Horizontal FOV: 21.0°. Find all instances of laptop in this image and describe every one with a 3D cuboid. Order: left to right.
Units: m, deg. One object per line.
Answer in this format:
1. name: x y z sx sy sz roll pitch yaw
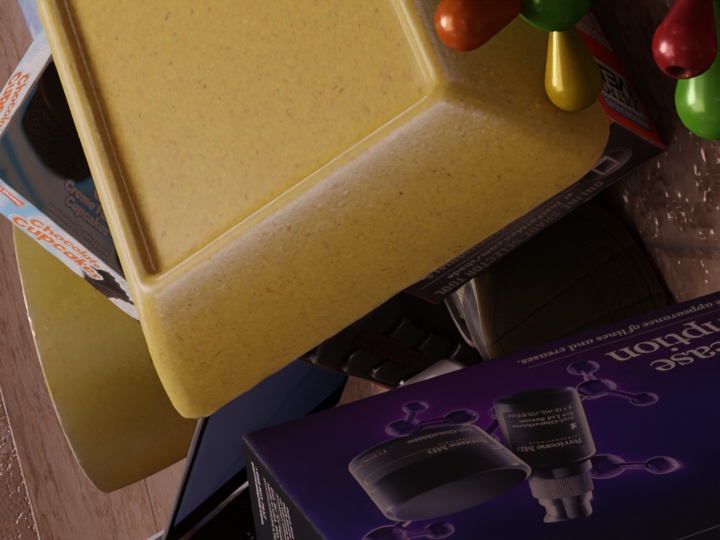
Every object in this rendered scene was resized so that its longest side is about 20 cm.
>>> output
1. laptop: -0.008 0.112 0.966 0.103 0.177 0.201 -26 96 37

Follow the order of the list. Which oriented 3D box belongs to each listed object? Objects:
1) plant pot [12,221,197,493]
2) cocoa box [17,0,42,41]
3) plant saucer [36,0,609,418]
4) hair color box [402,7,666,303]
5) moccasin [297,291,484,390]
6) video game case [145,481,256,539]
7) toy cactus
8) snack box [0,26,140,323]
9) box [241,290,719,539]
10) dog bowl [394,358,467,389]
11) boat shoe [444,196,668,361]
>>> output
1. plant pot: -0.102 0.014 1.119 0.200 0.141 0.201 -14 -90 -87
2. cocoa box: -0.119 -0.198 1.051 0.200 0.131 0.134 109 141 -61
3. plant saucer: -0.035 -0.079 0.702 0.200 0.048 0.201 -33 64 25
4. hair color box: 0.019 -0.103 0.738 0.064 0.111 0.201 18 -138 -57
5. moccasin: 0.001 -0.001 0.819 0.074 0.201 0.078 -46 48 21
6. video game case: -0.030 0.176 1.008 0.018 0.200 0.144 -23 91 35
7. toy cactus: 0.082 -0.144 0.586 0.165 0.102 0.201 135 127 -59
8. snack box: -0.100 -0.038 0.997 0.200 0.116 0.037 41 152 -28
9. box: 0.085 0.078 0.557 0.141 0.199 0.079 -138 36 -58
10. dog bowl: 0.073 0.114 0.728 0.200 0.059 0.200 46 174 6
11. boat shoe: 0.068 0.001 0.771 0.066 0.072 0.201 82 163 -64
